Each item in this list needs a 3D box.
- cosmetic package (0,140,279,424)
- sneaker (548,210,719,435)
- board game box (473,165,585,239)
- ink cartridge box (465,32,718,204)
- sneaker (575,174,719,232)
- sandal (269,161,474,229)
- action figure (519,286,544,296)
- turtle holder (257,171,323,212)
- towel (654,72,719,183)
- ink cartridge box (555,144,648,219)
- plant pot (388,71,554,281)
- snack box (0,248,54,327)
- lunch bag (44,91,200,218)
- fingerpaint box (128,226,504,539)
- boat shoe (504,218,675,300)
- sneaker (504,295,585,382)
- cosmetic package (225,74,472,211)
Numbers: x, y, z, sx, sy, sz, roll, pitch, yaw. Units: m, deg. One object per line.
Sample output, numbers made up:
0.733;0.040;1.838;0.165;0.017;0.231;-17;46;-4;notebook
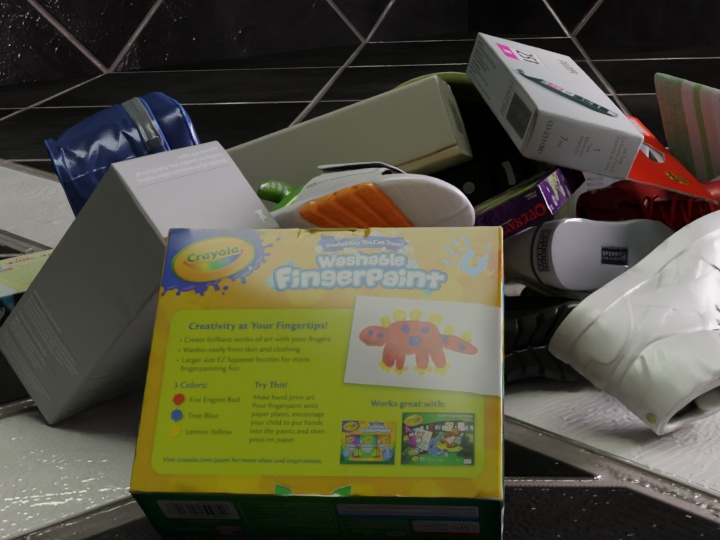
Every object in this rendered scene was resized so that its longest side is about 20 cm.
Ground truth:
-0.157;0.009;0.898;0.090;0.200;0.106;51;35;15;cosmetic package
0.233;0.040;0.898;0.199;0.074;0.115;-32;62;-33;sneaker
0.105;-0.041;0.997;0.119;0.033;0.200;-23;4;20;board game box
0.191;-0.129;1.072;0.172;0.044;0.200;11;24;-15;ink cartridge box
0.258;-0.037;1.085;0.115;0.079;0.199;-18;12;-28;sneaker
-0.020;-0.041;0.915;0.205;0.079;0.060;-12;44;23;sandal
0.206;0.010;1.106;0.198;0.055;0.118;-9;18;-37;action figure
-0.007;0.009;1.033;0.131;0.142;0.185;30;-1;31;turtle holder
0.334;-0.079;1.074;0.023;0.154;0.199;-36;37;-20;towel
0.217;-0.103;1.288;0.083;0.178;0.200;-3;16;-5;ink cartridge box
0.096;-0.079;1.257;0.198;0.203;0.190;1;2;11;plant pot
-0.306;0.018;1.177;0.199;0.038;0.116;-15;21;-40;snack box
-0.168;-0.043;1.100;0.131;0.202;0.136;-24;22;-10;lunch bag
-0.017;0.063;0.742;0.197;0.074;0.168;-1;60;6;fingerpaint box
0.183;-0.004;1.014;0.199;0.073;0.065;1;-1;-45;boat shoe
0.091;0.054;0.963;0.198;0.074;0.082;3;1;-9;sneaker
-0.010;-0.099;1.129;0.198;0.074;0.103;-19;-1;12;cosmetic package
